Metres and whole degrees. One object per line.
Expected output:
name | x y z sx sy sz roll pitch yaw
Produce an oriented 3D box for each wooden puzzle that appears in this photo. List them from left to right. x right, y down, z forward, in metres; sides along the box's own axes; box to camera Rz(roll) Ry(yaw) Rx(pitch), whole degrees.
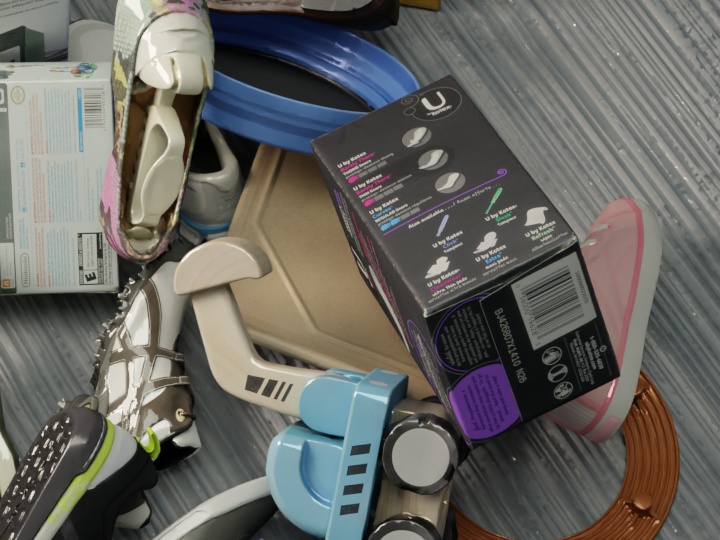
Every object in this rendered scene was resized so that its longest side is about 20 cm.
wooden puzzle | 0.000 0.000 1.788 0.184 0.037 0.201 21 48 -3

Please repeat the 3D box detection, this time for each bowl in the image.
bowl | -0.058 -0.132 1.819 0.199 0.040 0.201 17 21 -7

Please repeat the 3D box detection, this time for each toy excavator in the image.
toy excavator | -0.030 0.090 1.673 0.198 0.100 0.196 11 98 7

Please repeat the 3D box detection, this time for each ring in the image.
ring | 0.112 0.115 1.763 0.199 0.019 0.202 2 61 -3

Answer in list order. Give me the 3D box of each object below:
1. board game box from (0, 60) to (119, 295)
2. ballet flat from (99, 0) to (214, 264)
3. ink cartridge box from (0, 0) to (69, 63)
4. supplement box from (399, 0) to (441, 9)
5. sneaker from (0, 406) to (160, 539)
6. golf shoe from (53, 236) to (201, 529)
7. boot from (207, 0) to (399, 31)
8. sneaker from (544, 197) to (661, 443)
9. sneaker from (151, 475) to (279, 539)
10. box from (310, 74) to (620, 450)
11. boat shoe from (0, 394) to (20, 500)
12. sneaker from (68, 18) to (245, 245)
board game box | -0.258 -0.060 1.760 0.198 0.149 0.064 -1 19 -5
ballet flat | -0.125 -0.100 1.700 0.069 0.202 0.071 3 14 -24
ink cartridge box | -0.256 -0.201 1.814 0.083 0.200 0.147 -16 62 -16
supplement box | 0.014 -0.330 1.906 0.132 0.200 0.199 10 60 2
sneaker | -0.190 0.179 1.650 0.083 0.072 0.201 31 97 -29
golf shoe | -0.136 0.077 1.740 0.094 0.078 0.201 25 70 3
boot | -0.066 -0.200 1.867 0.199 0.097 0.075 14 83 17
sneaker | 0.134 0.013 1.765 0.104 0.075 0.201 23 47 -10
sneaker | -0.106 0.212 1.668 0.199 0.071 0.099 -35 79 -25
box | 0.063 -0.008 1.655 0.105 0.123 0.200 -26 40 -6
boat shoe | -0.257 0.078 1.705 0.060 0.072 0.203 -12 80 -4
sneaker | -0.138 -0.112 1.837 0.075 0.087 0.200 -35 67 -20
